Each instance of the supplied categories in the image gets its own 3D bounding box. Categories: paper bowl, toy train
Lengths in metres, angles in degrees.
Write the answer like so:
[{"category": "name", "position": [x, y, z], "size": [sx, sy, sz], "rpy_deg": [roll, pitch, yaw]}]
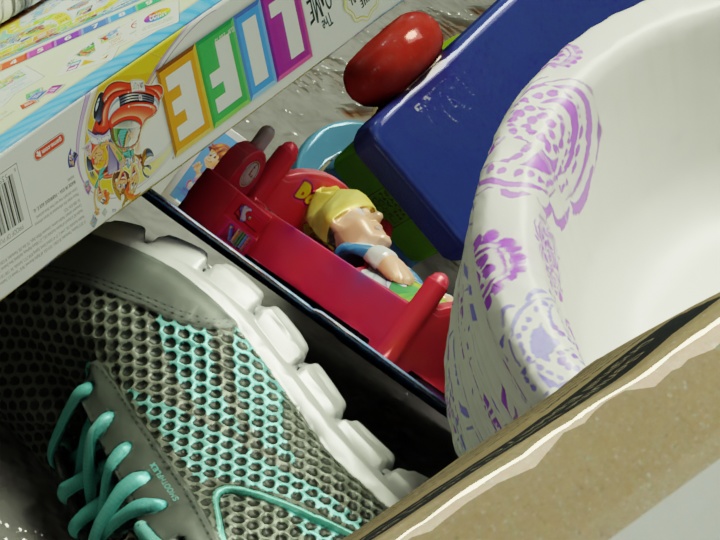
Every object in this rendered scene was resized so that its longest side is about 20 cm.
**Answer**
[{"category": "paper bowl", "position": [0.119, 0.029, 0.725], "size": [0.199, 0.105, 0.202], "rpy_deg": [5, 49, -6]}, {"category": "toy train", "position": [0.063, -0.075, 0.936], "size": [0.200, 0.116, 0.085], "rpy_deg": [-44, 97, -25]}]

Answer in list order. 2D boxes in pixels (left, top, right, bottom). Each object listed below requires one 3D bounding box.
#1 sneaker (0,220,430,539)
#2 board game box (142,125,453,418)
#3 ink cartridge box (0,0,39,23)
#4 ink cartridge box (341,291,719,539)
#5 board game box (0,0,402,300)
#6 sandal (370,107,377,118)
[{"category": "sneaker", "position": [-0.041, 0.059, 0.724], "size": [0.200, 0.078, 0.091], "rpy_deg": [36, 33, 22]}, {"category": "board game box", "position": [0.000, 0.000, 0.825], "size": [0.199, 0.039, 0.158], "rpy_deg": [35, -2, 4]}, {"category": "ink cartridge box", "position": [-0.158, -0.108, 0.762], "size": [0.145, 0.085, 0.200], "rpy_deg": [16, 36, 34]}, {"category": "ink cartridge box", "position": [0.059, 0.128, 0.541], "size": [0.164, 0.075, 0.201], "rpy_deg": [-32, 90, -33]}, {"category": "board game box", "position": [-0.092, -0.056, 0.778], "size": [0.134, 0.034, 0.200], "rpy_deg": [7, 31, 34]}, {"category": "sandal", "position": [0.098, 0.001, 1.015], "size": [0.210, 0.078, 0.070], "rpy_deg": [18, 58, -10]}]
